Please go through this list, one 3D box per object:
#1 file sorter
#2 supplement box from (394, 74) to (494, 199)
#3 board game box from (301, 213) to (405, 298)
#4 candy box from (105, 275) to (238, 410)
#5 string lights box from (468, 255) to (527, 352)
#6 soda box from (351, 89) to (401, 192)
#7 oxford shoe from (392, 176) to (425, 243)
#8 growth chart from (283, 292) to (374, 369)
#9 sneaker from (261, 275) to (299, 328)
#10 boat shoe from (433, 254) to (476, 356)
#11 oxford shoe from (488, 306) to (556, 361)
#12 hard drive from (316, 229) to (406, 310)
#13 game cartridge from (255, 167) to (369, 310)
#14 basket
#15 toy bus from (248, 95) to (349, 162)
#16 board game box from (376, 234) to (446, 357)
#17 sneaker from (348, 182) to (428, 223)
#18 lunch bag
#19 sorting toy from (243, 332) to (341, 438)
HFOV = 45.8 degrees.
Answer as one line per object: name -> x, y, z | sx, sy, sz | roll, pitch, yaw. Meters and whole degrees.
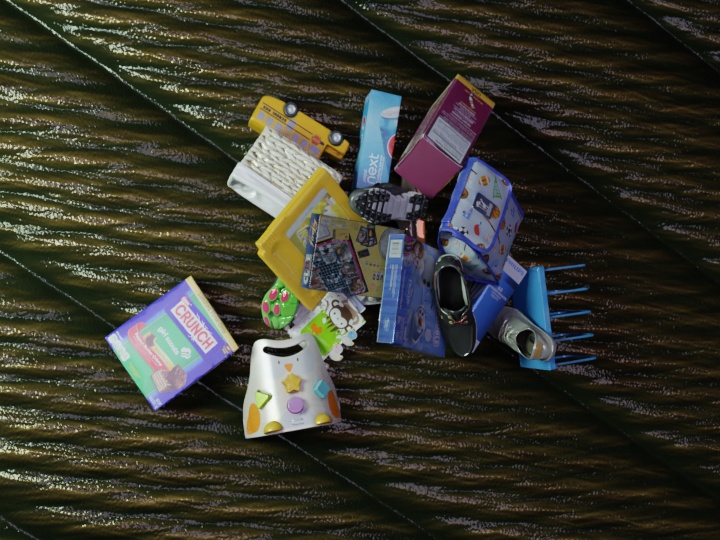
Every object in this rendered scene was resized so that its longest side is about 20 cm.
file sorter -> 0.399, 0.092, 1.757 | 0.119, 0.139, 0.206 | -6, 88, -15
supplement box -> 0.169, -0.267, 1.697 | 0.102, 0.131, 0.202 | 36, 56, -7
board game box -> -0.012, -0.024, 1.598 | 0.196, 0.034, 0.139 | 9, 91, -34
candy box -> -0.356, 0.139, 1.631 | 0.198, 0.077, 0.171 | -36, 94, -12
string lights box -> 0.248, 0.067, 1.744 | 0.059, 0.103, 0.202 | 37, 80, -10
soda box -> 0.032, -0.257, 1.738 | 0.066, 0.064, 0.206 | 10, 86, -10
oxford shoe -> 0.090, -0.139, 1.742 | 0.071, 0.071, 0.206 | -5, 85, -2
growth chart -> -0.060, 0.089, 1.684 | 0.143, 0.018, 0.202 | 36, 110, -1
sneaker -> -0.139, 0.020, 1.682 | 0.075, 0.084, 0.204 | 20, 101, 9
boat shoe -> 0.179, 0.075, 1.629 | 0.072, 0.063, 0.206 | -8, 106, 11
oxford shoe -> 0.308, 0.123, 1.710 | 0.057, 0.199, 0.077 | 1, 109, -33
hard drive -> 0.000, 0.000, 1.696 | 0.195, 0.038, 0.144 | -6, 89, 11
game cartridge -> -0.082, -0.057, 1.587 | 0.201, 0.032, 0.177 | -52, 122, -16
basket -> -0.145, -0.173, 1.662 | 0.198, 0.135, 0.125 | 32, 80, -9
toy bus -> -0.122, -0.274, 1.707 | 0.197, 0.065, 0.079 | 31, 82, -8
board game box -> 0.112, 0.053, 1.646 | 0.197, 0.043, 0.206 | 20, 74, -54
sneaker -> 0.037, -0.133, 1.645 | 0.197, 0.090, 0.068 | -2, 111, -45
lunch bag -> 0.228, -0.095, 1.655 | 0.200, 0.122, 0.173 | 49, 58, -47
sorting toy -> -0.139, 0.219, 1.663 | 0.195, 0.107, 0.185 | -8, 81, -12
